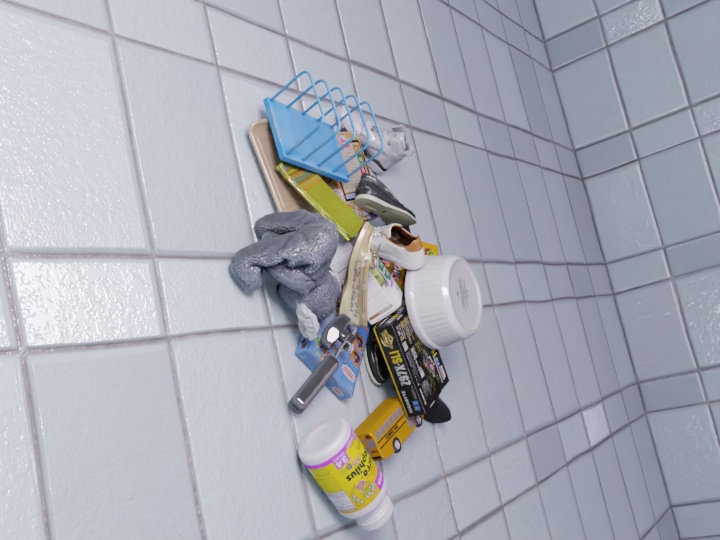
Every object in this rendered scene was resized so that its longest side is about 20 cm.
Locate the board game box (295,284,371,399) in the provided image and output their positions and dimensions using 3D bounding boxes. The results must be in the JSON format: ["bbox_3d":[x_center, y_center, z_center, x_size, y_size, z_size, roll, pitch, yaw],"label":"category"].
[{"bbox_3d":[-0.047,0.126,1.530,0.152,0.036,0.201,50,37,-31],"label":"board game box"}]

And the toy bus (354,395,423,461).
[{"bbox_3d":[0.055,0.316,1.568,0.200,0.065,0.079,-34,102,-57],"label":"toy bus"}]

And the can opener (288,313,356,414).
[{"bbox_3d":[-0.069,0.170,1.418,0.066,0.053,0.201,35,59,1],"label":"can opener"}]

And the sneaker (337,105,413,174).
[{"bbox_3d":[0.037,-0.318,1.805,0.200,0.114,0.076,48,39,-33],"label":"sneaker"}]

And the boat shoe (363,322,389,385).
[{"bbox_3d":[0.051,0.138,1.647,0.074,0.065,0.202,34,48,-46],"label":"boat shoe"}]

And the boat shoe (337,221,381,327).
[{"bbox_3d":[0.004,0.008,1.496,0.073,0.062,0.203,-65,168,-80],"label":"boat shoe"}]

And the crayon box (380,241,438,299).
[{"bbox_3d":[0.103,-0.005,1.724,0.198,0.051,0.129,13,65,-23],"label":"crayon box"}]

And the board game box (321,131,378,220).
[{"bbox_3d":[-0.030,-0.201,1.708,0.151,0.046,0.203,-18,91,-58],"label":"board game box"}]

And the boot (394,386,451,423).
[{"bbox_3d":[0.146,0.244,1.745,0.200,0.069,0.133,51,32,-37],"label":"boot"}]

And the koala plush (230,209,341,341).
[{"bbox_3d":[-0.100,0.013,1.400,0.178,0.181,0.202,-64,140,-51],"label":"koala plush"}]

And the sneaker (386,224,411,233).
[{"bbox_3d":[0.100,-0.036,1.815,0.104,0.060,0.202,-11,81,-53],"label":"sneaker"}]

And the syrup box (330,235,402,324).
[{"bbox_3d":[0.000,0.000,1.580,0.201,0.081,0.079,54,15,-10],"label":"syrup box"}]

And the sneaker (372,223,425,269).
[{"bbox_3d":[0.046,-0.073,1.619,0.073,0.198,0.085,-48,144,-39],"label":"sneaker"}]

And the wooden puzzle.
[{"bbox_3d":[-0.143,-0.204,1.554,0.185,0.037,0.203,-28,103,-58],"label":"wooden puzzle"}]

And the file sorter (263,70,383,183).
[{"bbox_3d":[-0.066,-0.281,1.527,0.199,0.122,0.140,13,53,-51],"label":"file sorter"}]

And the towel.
[{"bbox_3d":[-0.073,-0.146,1.512,0.200,0.018,0.086,46,36,-1],"label":"towel"}]

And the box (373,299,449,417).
[{"bbox_3d":[0.109,0.177,1.611,0.160,0.049,0.202,-39,110,-61],"label":"box"}]

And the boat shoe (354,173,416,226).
[{"bbox_3d":[0.063,-0.150,1.716,0.199,0.071,0.069,27,59,-47],"label":"boat shoe"}]

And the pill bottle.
[{"bbox_3d":[-0.020,0.367,1.390,0.201,0.103,0.105,58,35,-21],"label":"pill bottle"}]

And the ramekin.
[{"bbox_3d":[0.181,0.060,1.636,0.202,0.093,0.205,25,59,-51],"label":"ramekin"}]
